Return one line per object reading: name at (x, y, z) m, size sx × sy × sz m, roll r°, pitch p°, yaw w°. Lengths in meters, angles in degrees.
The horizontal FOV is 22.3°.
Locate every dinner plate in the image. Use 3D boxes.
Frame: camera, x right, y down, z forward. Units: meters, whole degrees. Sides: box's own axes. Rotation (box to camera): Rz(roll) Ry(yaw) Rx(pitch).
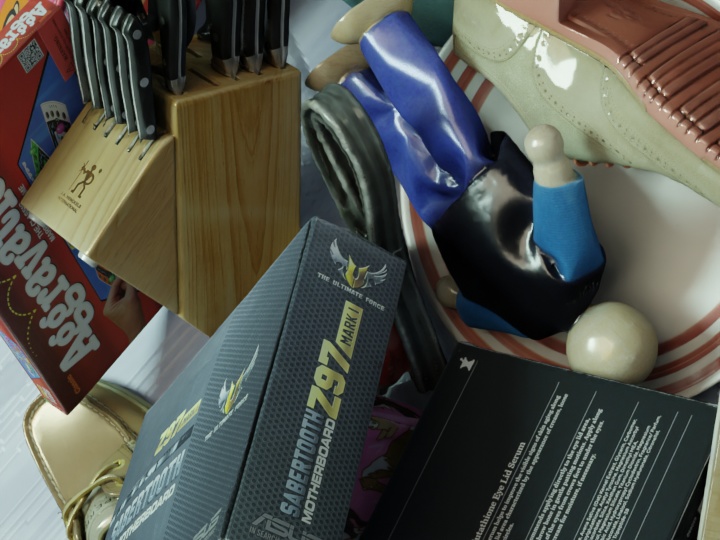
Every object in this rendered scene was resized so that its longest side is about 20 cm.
dinner plate at (0.108, -0.036, 0.818) m, size 0.199 × 0.024 × 0.202 m, roll 3°, pitch 96°, yaw 32°

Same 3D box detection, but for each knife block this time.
knife block at (-0.061, -0.068, 0.833) m, size 0.064 × 0.200 × 0.176 m, roll 34°, pitch 87°, yaw 44°

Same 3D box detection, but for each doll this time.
doll at (0.057, -0.029, 0.792) m, size 0.201 × 0.048 × 0.137 m, roll 53°, pitch 149°, yaw 10°

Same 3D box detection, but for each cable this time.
cable at (0.000, 0.000, 0.807) m, size 0.050 × 0.200 × 0.097 m, roll -30°, pitch 68°, yaw -6°

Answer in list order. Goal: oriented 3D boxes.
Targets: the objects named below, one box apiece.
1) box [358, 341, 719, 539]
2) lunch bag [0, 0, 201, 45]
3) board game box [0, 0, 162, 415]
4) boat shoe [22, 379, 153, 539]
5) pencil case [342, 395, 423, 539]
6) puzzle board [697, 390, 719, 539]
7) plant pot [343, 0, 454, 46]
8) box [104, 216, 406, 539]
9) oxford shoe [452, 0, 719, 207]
box at (0.066, 0.144, 0.751) m, size 0.140 × 0.079 × 0.201 m, roll 14°, pitch 68°, yaw 38°
lunch bag at (-0.143, -0.173, 0.933) m, size 0.201 × 0.081 × 0.177 m, roll -58°, pitch 38°, yaw 23°
board game box at (-0.144, -0.024, 0.856) m, size 0.019 × 0.201 × 0.103 m, roll 29°, pitch 67°, yaw 31°
boat shoe at (-0.109, 0.125, 0.909) m, size 0.200 × 0.066 × 0.074 m, roll 43°, pitch 104°, yaw 26°
pencil case at (-0.012, 0.153, 0.837) m, size 0.082 × 0.087 × 0.202 m, roll 15°, pitch 88°, yaw 2°
puzzle board at (0.224, 0.132, 0.701) m, size 0.198 × 0.017 × 0.152 m, roll 10°, pitch 88°, yaw 0°
plant pot at (0.027, -0.215, 0.835) m, size 0.199 × 0.134 × 0.202 m, roll -3°, pitch 83°, yaw 28°
box at (-0.058, 0.093, 0.778) m, size 0.200 × 0.051 × 0.159 m, roll -46°, pitch 23°, yaw 50°
oxford shoe at (0.117, -0.070, 0.766) m, size 0.200 × 0.070 × 0.074 m, roll 44°, pitch 139°, yaw 27°
